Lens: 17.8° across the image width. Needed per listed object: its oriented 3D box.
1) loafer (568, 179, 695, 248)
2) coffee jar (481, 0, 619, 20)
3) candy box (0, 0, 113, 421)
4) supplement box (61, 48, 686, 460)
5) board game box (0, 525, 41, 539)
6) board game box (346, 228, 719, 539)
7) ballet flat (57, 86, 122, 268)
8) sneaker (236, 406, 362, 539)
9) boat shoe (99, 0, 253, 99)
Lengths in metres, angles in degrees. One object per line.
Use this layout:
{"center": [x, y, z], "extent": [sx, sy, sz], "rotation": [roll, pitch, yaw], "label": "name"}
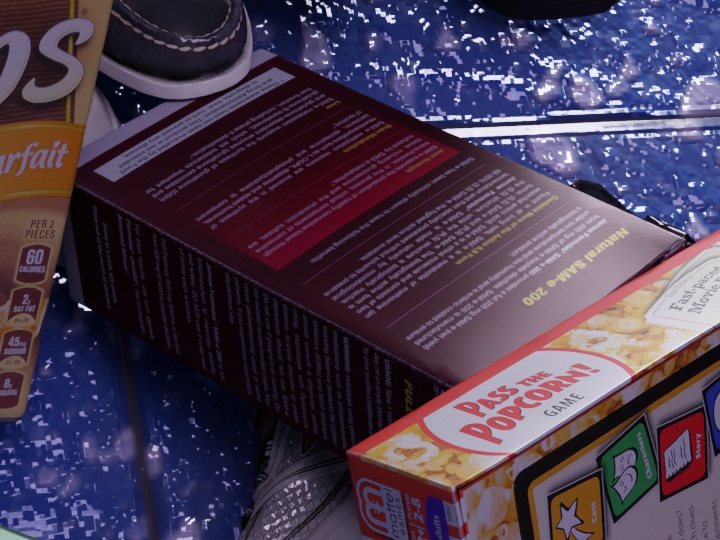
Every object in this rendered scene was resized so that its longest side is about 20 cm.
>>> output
{"center": [0.144, 0.028, 0.863], "extent": [0.072, 0.063, 0.200], "rotation": [-2, 44, -47], "label": "loafer"}
{"center": [0.059, -0.187, 0.893], "extent": [0.085, 0.200, 0.105], "rotation": [-2, 61, 19], "label": "coffee jar"}
{"center": [-0.152, -0.050, 0.753], "extent": [0.115, 0.201, 0.055], "rotation": [1, 26, -31], "label": "candy box"}
{"center": [0.000, 0.000, 0.784], "extent": [0.199, 0.061, 0.109], "rotation": [27, 46, 37], "label": "supplement box"}
{"center": [-0.193, 0.128, 0.757], "extent": [0.199, 0.029, 0.135], "rotation": [21, 61, -7], "label": "board game box"}
{"center": [0.091, 0.086, 0.716], "extent": [0.199, 0.046, 0.153], "rotation": [-27, 119, -38], "label": "board game box"}
{"center": [-0.143, -0.079, 0.848], "extent": [0.200, 0.069, 0.069], "rotation": [46, 61, 6], "label": "ballet flat"}
{"center": [-0.014, 0.067, 0.825], "extent": [0.082, 0.078, 0.200], "rotation": [33, 53, 8], "label": "sneaker"}
{"center": [-0.097, -0.147, 0.865], "extent": [0.073, 0.061, 0.201], "rotation": [-13, 52, -22], "label": "boat shoe"}
